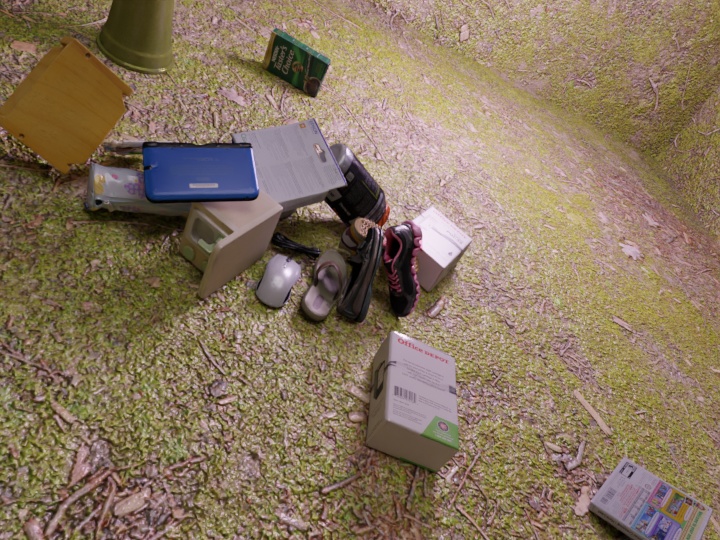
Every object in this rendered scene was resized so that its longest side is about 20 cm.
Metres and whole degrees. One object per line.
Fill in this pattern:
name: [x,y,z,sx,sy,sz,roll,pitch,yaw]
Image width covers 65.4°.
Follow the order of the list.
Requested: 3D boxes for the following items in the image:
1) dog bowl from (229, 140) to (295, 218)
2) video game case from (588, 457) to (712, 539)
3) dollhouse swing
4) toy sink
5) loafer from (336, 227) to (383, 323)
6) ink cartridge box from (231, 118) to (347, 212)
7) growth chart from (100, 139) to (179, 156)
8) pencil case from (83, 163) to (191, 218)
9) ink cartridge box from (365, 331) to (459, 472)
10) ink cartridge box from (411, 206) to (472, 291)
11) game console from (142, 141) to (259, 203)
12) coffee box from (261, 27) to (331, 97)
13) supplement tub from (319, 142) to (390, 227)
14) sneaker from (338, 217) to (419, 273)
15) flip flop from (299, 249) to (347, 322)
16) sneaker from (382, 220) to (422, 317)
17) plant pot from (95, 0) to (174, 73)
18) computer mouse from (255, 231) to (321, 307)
dog bowl: [-0.219,-0.217,1.279,0.195,0.080,0.203,20,38,-17]
video game case: [0.562,0.462,1.083,0.179,0.023,0.197,28,29,36]
dollhouse swing: [-0.568,-0.314,1.074,0.181,0.203,0.175,40,-11,-26]
toy sink: [-0.256,-0.066,1.041,0.111,0.132,0.200,36,38,7]
loafer: [0.000,0.000,1.145,0.061,0.072,0.206,17,71,-14]
ink cartridge box: [-0.152,-0.223,1.192,0.194,0.041,0.204,-16,64,-21]
growth chart: [-0.432,-0.241,1.097,0.140,0.018,0.198,-8,9,-26]
pencil case: [-0.410,-0.147,1.054,0.195,0.086,0.090,1,24,-37]
ink cartridge box: [0.095,0.229,1.004,0.142,0.085,0.203,24,38,-12]
ink cartridge box: [0.172,-0.060,1.385,0.146,0.084,0.199,40,37,11]
game console: [-0.298,-0.175,1.039,0.193,0.119,0.176,-4,64,-20]
coffee box: [-0.200,-0.640,1.732,0.196,0.124,0.045,29,39,-6]
supplement tub: [-0.022,-0.183,1.301,0.200,0.120,0.125,46,27,-32]
sneaker: [0.044,-0.040,1.271,0.197,0.090,0.076,32,44,-21]
flip flop: [-0.068,0.022,1.139,0.080,0.058,0.202,29,37,-3]
sneaker: [0.076,-0.001,1.178,0.077,0.208,0.094,7,10,40]
plant pot: [-0.552,-0.640,1.419,0.195,0.186,0.204,20,38,-16]
computer mouse: [-0.149,-0.005,1.121,0.107,0.044,0.202,26,37,-8]
